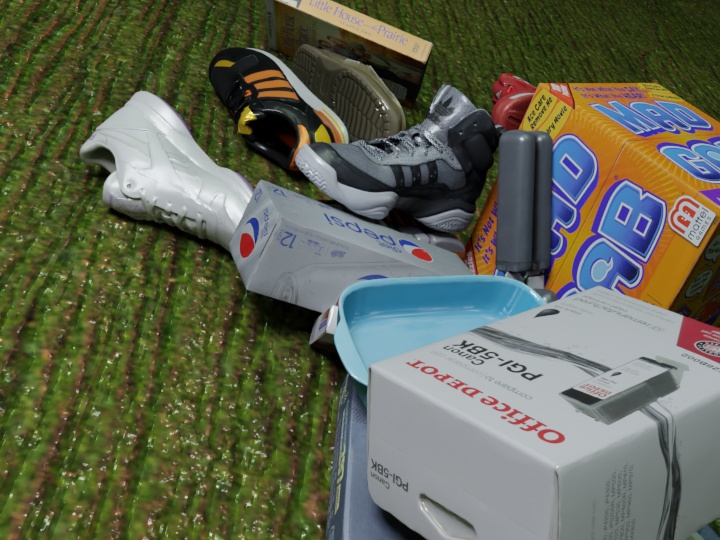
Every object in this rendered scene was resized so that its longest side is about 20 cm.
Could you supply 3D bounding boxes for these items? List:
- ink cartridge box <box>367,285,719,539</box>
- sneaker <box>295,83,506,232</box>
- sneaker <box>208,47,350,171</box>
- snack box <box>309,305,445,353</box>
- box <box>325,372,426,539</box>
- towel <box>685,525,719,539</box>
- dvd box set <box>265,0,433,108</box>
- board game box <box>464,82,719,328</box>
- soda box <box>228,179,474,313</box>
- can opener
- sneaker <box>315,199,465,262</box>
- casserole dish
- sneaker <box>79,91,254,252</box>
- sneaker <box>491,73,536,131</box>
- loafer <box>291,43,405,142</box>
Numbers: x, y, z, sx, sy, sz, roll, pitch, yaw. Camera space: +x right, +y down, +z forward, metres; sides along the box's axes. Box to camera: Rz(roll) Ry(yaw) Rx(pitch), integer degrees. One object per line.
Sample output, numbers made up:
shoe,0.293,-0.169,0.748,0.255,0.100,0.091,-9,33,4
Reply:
ink cartridge box,0.121,0.086,0.561,0.198,0.084,0.146,-15,24,-36
sneaker,0.040,-0.103,0.829,0.199,0.115,0.076,11,26,-44
sneaker,-0.102,-0.168,1.027,0.200,0.070,0.090,41,32,25
snack box,0.063,0.069,0.764,0.198,0.072,0.025,17,74,-9
box,0.058,0.146,0.656,0.156,0.051,0.201,17,31,-7
towel,0.200,0.189,0.623,0.147,0.024,0.199,51,20,16
dvd box set,-0.016,-0.267,1.196,0.198,0.030,0.146,23,-12,1
board game box,0.248,-0.034,0.913,0.199,0.201,0.200,-10,43,-43
soda box,0.000,0.000,0.792,0.198,0.064,0.068,19,21,-31
can opener,0.149,-0.014,0.835,0.066,0.203,0.053,7,9,44
sneaker,-0.008,-0.037,0.889,0.198,0.078,0.112,13,24,-41
casserole dish,0.066,0.060,0.689,0.198,0.039,0.122,-2,48,-31
sneaker,-0.153,-0.059,0.843,0.099,0.075,0.200,-39,70,-23
sneaker,0.196,-0.206,1.299,0.115,0.079,0.199,31,18,31
loafer,-0.005,-0.202,1.139,0.067,0.077,0.200,-8,41,-36
